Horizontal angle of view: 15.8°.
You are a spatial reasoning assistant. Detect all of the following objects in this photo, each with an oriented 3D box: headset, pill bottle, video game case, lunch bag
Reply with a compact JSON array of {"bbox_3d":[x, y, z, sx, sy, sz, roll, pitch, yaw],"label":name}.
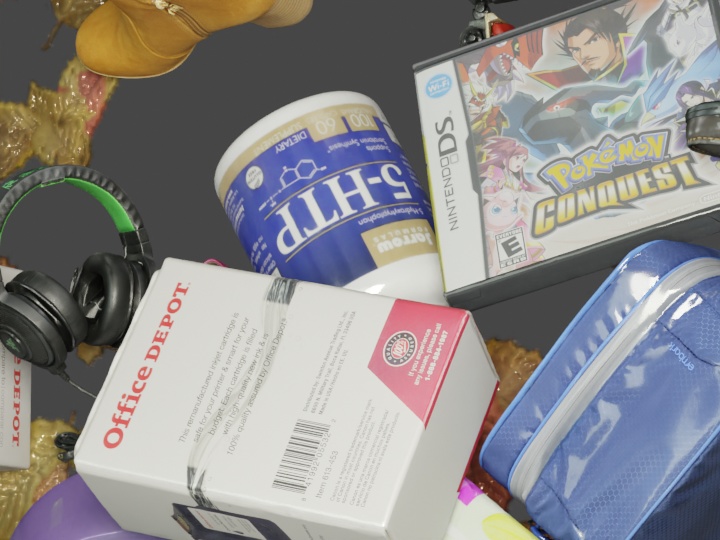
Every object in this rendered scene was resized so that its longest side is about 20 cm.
[{"bbox_3d":[-0.199,0.029,1.749,0.094,0.123,0.201,-7,97,56],"label":"headset"},{"bbox_3d":[0.000,0.000,1.616,0.120,0.120,0.200,-38,66,22],"label":"pill bottle"},{"bbox_3d":[0.134,-0.080,1.540,0.199,0.026,0.181,-18,52,16],"label":"video game case"},{"bbox_3d":[0.165,0.084,1.490,0.132,0.136,0.200,46,109,29],"label":"lunch bag"}]

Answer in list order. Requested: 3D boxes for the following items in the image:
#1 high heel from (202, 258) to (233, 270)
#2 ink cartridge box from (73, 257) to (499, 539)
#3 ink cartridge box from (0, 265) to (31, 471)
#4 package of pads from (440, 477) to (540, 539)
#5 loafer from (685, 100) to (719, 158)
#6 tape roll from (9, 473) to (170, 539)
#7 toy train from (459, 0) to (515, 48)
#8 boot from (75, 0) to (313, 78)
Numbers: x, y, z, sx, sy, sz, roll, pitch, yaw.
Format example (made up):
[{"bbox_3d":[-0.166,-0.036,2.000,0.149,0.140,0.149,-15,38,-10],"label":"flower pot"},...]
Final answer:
[{"bbox_3d":[-0.059,0.085,1.565,0.067,0.096,0.200,-28,47,-2],"label":"high heel"},{"bbox_3d":[-0.042,0.086,1.477,0.199,0.084,0.145,9,61,24],"label":"ink cartridge box"},{"bbox_3d":[-0.310,0.059,1.756,0.083,0.200,0.147,-5,80,28],"label":"ink cartridge box"},{"bbox_3d":[0.098,0.209,1.504,0.068,0.155,0.200,-44,59,-12],"label":"package of pads"},{"bbox_3d":[0.273,-0.046,1.433,0.199,0.073,0.073,14,86,2],"label":"loafer"},{"bbox_3d":[-0.131,0.224,1.617,0.200,0.200,0.085,-44,19,19],"label":"tape roll"},{"bbox_3d":[0.089,-0.128,1.632,0.046,0.034,0.201,-8,78,19],"label":"toy train"},{"bbox_3d":[-0.145,-0.183,1.719,0.201,0.144,0.071,-9,77,31],"label":"boot"}]
